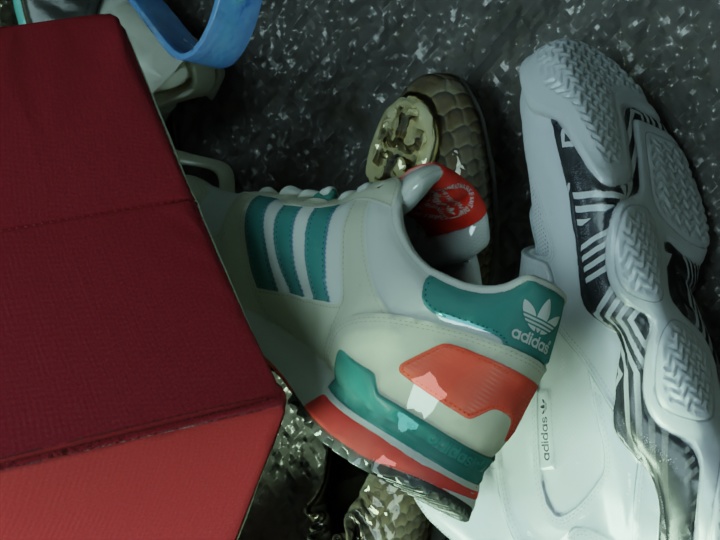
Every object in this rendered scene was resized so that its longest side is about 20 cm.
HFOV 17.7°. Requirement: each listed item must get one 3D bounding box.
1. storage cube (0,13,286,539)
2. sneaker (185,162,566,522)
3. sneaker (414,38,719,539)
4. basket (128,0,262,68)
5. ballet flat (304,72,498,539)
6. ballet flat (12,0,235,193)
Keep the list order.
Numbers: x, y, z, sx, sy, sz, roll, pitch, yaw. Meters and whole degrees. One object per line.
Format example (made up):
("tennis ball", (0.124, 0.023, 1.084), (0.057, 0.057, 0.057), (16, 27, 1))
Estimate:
("storage cube", (-0.148, 0.041, 0.776), (0.172, 0.179, 0.201), (64, 151, 30))
("sneaker", (0.000, 0.000, 0.789), (0.094, 0.070, 0.200), (-55, 40, 5))
("sneaker", (0.067, 0.029, 0.794), (0.114, 0.075, 0.201), (-22, 83, 30))
("basket", (-0.062, -0.185, 0.820), (0.200, 0.138, 0.177), (48, 121, 56))
("ballet flat", (0.010, 0.028, 0.840), (0.067, 0.046, 0.202), (27, 111, 61))
("ballet flat", (-0.082, -0.050, 0.903), (0.068, 0.068, 0.202), (-10, 97, 24))
